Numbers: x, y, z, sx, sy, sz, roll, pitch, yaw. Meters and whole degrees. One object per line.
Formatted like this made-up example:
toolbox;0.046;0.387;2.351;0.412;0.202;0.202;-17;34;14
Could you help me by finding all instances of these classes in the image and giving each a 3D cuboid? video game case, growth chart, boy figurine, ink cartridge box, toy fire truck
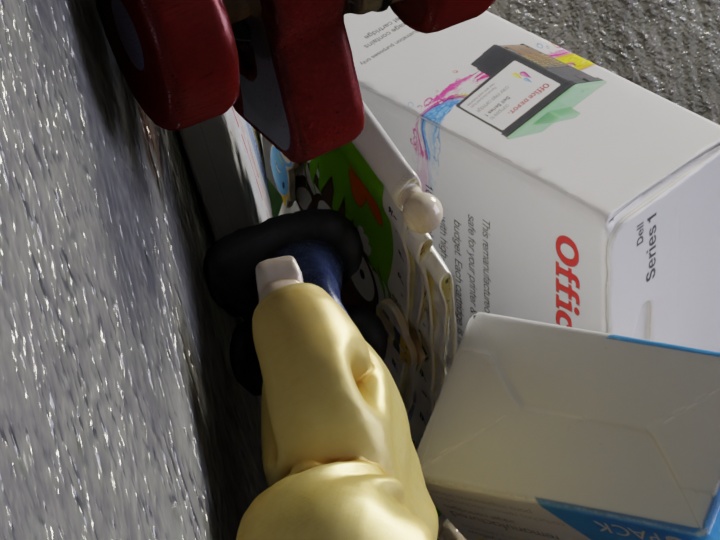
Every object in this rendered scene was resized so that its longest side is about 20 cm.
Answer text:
video game case;-0.060;-0.086;1.139;0.201;0.018;0.144;-100;175;-51
growth chart;0.000;0.000;1.053;0.145;0.018;0.201;50;-23;40
boy figurine;-0.011;0.062;0.935;0.200;0.064;0.125;-98;174;-59
ink cartridge box;0.055;-0.018;1.206;0.200;0.084;0.145;30;-42;36
toy fire truck;-0.049;-0.142;0.899;0.168;0.112;0.201;45;-26;57
ink cartridge box;0.113;0.096;1.037;0.200;0.115;0.068;49;57;-51
